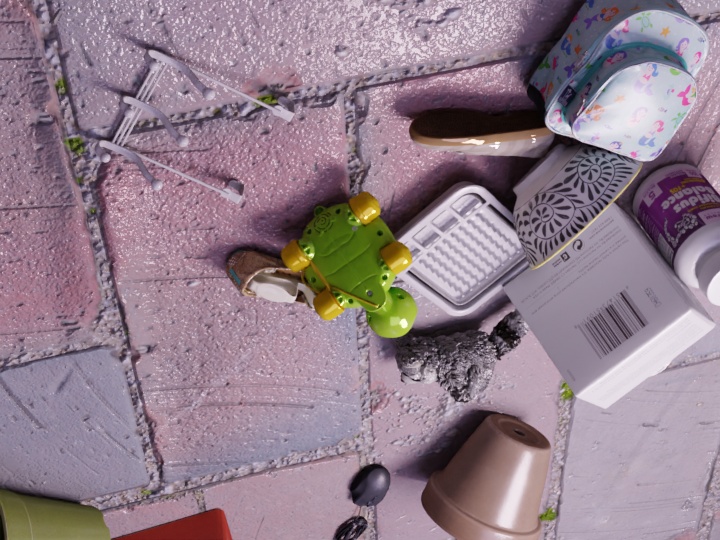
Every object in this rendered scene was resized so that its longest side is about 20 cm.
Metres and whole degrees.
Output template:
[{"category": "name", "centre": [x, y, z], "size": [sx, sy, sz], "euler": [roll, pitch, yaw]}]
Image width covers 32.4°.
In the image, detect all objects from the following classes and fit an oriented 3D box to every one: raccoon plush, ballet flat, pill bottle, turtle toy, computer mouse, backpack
[{"category": "raccoon plush", "centre": [0.138, 0.097, 1.803], "size": [0.134, 0.097, 0.200], "euler": [37, 91, -30]}, {"category": "ballet flat", "centre": [-0.084, 0.023, 1.647], "size": [0.199, 0.065, 0.071], "euler": [8, 127, -27]}, {"category": "pill bottle", "centre": [0.463, -0.048, 1.692], "size": [0.112, 0.200, 0.112], "euler": [-12, 133, -13]}, {"category": "turtle toy", "centre": [0.000, 0.000, 1.601], "size": [0.146, 0.200, 0.101], "euler": [-34, 176, 10]}, {"category": "computer mouse", "centre": [0.004, 0.395, 2.039], "size": [0.058, 0.034, 0.200], "euler": [1, 130, -23]}, {"category": "backpack", "centre": [0.323, -0.243, 1.510], "size": [0.177, 0.151, 0.200], "euler": [14, 119, -29]}]

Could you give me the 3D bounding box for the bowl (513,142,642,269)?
[{"category": "bowl", "centre": [0.262, -0.104, 1.616], "size": [0.094, 0.201, 0.201], "euler": [46, 110, -1]}]

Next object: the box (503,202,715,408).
[{"category": "box", "centre": [0.344, 0.050, 1.720], "size": [0.199, 0.200, 0.131], "euler": [-40, 151, 15]}]

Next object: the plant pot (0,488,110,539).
[{"category": "plant pot", "centre": [-0.470, 0.401, 1.782], "size": [0.190, 0.200, 0.200], "euler": [8, 128, -43]}]

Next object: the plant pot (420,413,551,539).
[{"category": "plant pot", "centre": [0.221, 0.331, 1.974], "size": [0.200, 0.200, 0.175], "euler": [15, 108, -31]}]

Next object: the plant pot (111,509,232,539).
[{"category": "plant pot", "centre": [-0.279, 0.528, 1.955], "size": [0.199, 0.176, 0.200], "euler": [-16, 134, -7]}]

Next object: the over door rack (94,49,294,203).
[{"category": "over door rack", "centre": [-0.187, -0.158, 1.444], "size": [0.200, 0.067, 0.148], "euler": [17, 124, -32]}]

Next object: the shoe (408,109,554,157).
[{"category": "shoe", "centre": [0.155, -0.165, 1.562], "size": [0.199, 0.070, 0.053], "euler": [-4, 129, -17]}]

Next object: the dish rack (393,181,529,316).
[{"category": "dish rack", "centre": [0.137, -0.034, 1.694], "size": [0.172, 0.044, 0.200], "euler": [-40, 132, 16]}]
